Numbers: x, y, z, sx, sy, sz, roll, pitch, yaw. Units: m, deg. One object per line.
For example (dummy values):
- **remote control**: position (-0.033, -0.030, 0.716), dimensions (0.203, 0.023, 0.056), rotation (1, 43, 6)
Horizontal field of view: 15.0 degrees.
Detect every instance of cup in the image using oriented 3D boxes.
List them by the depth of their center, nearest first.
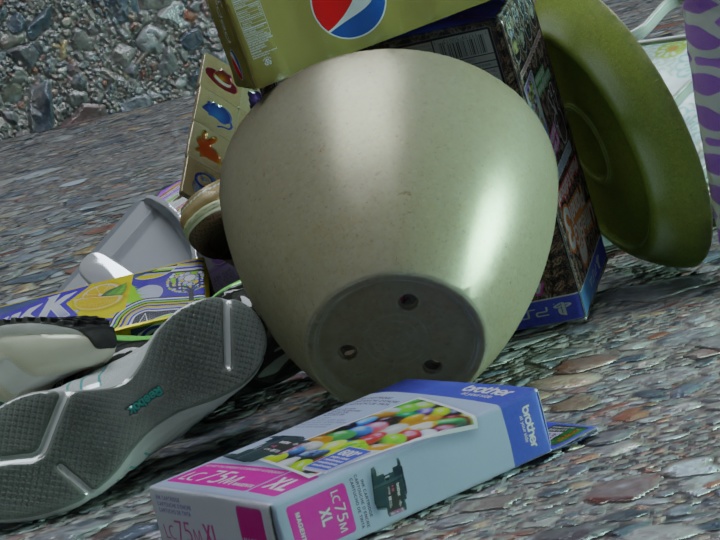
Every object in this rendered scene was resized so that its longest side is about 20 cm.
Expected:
- **cup**: position (0.019, -0.004, 1.551), dimensions (0.199, 0.201, 0.143), rotation (-13, 37, 8)

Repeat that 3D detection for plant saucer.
- **plant saucer**: position (0.153, -0.085, 1.723), dimensions (0.031, 0.201, 0.200), rotation (-28, 13, -15)

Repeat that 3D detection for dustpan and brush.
- **dustpan and brush**: position (-0.137, 0.029, 1.845), dimensions (0.200, 0.057, 0.140), rotation (33, 75, 34)

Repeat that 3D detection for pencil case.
- **pencil case**: position (0.246, -0.095, 1.648), dimensions (0.084, 0.201, 0.085), rotation (8, 28, 40)

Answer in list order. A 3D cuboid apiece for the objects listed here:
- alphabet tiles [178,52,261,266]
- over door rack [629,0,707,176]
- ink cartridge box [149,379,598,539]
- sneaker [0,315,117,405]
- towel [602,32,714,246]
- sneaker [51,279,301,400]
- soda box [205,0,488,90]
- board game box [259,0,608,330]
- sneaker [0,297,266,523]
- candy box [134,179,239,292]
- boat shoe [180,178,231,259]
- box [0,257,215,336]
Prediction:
- **alphabet tiles**: position (-0.049, -0.063, 1.888), dimensions (0.006, 0.166, 0.200), rotation (-39, 32, 39)
- **over door rack**: position (0.243, -0.109, 1.762), dimensions (0.199, 0.148, 0.067), rotation (2, 44, 28)
- **ink cartridge box**: position (0.007, 0.094, 1.375), dimensions (0.199, 0.042, 0.119), rotation (-18, 11, -32)
- **sneaker**: position (-0.219, 0.082, 1.611), dimensions (0.199, 0.094, 0.070), rotation (-12, -6, 31)
- **towel**: position (0.187, -0.091, 1.924), dimensions (0.171, 0.048, 0.200), rotation (-13, 36, 2)
- **sneaker**: position (-0.097, 0.063, 1.655), dimensions (0.199, 0.077, 0.084), rotation (-20, 28, -17)
- **soda box**: position (0.013, -0.169, 1.599), dimensions (0.199, 0.064, 0.068), rotation (-21, 9, -10)
- **board game box**: position (0.047, -0.063, 1.693), dimensions (0.159, 0.201, 0.097), rotation (-10, 21, 18)
- **sneaker**: position (-0.142, 0.089, 1.550), dimensions (0.200, 0.071, 0.080), rotation (-28, -11, -18)
- **candy box**: position (-0.091, -0.041, 2.013), dimensions (0.167, 0.072, 0.200), rotation (-29, 9, 20)
- **boat shoe**: position (-0.062, -0.057, 1.812), dimensions (0.072, 0.076, 0.200), rotation (-33, -12, 27)
- **box**: position (-0.186, 0.056, 1.745), dimensions (0.199, 0.064, 0.070), rotation (-14, 30, 4)
